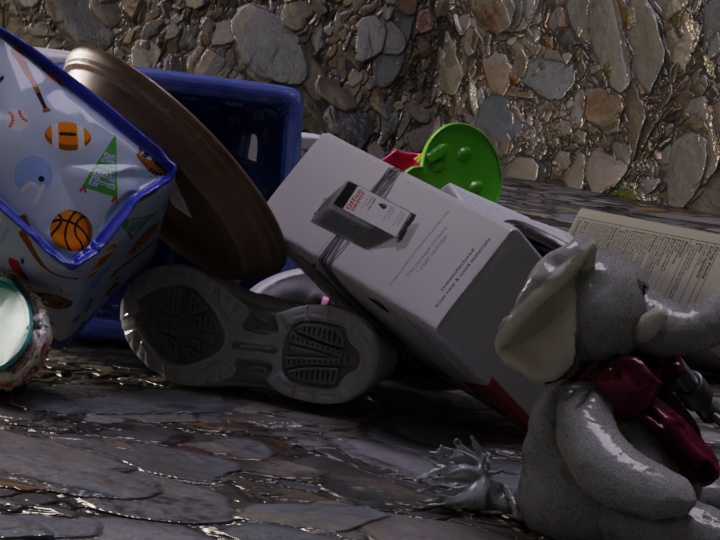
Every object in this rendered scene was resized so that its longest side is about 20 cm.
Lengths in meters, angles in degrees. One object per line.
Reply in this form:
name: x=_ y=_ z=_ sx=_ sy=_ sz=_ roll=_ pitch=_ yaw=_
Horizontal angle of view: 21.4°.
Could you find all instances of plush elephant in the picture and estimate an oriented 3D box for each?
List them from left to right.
plush elephant: x=0.136 y=0.058 z=0.979 sx=0.200 sy=0.155 sz=0.165 roll=9 pitch=7 yaw=11

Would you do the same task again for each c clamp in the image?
c clamp: x=0.174 y=0.037 z=1.221 sx=0.171 sy=0.027 sz=0.200 roll=29 pitch=-13 yaw=50

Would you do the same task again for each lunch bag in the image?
lunch bag: x=-0.232 y=-0.065 z=1.231 sx=0.200 sy=0.124 sz=0.170 roll=43 pitch=-24 yaw=4

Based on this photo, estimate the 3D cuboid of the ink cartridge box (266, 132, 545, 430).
ink cartridge box: x=0.045 y=0.008 z=1.245 sx=0.200 sy=0.083 sz=0.147 roll=30 pitch=-12 yaw=47

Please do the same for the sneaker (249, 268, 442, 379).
sneaker: x=0.016 y=0.040 z=1.385 sx=0.200 sy=0.071 sz=0.099 roll=8 pitch=0 yaw=-27

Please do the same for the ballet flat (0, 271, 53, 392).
ballet flat: x=-0.239 y=0.036 z=1.202 sx=0.200 sy=0.076 sz=0.064 roll=22 pitch=-18 yaw=48

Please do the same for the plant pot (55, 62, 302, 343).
plant pot: x=-0.168 y=-0.049 z=1.457 sx=0.200 sy=0.200 sz=0.180 roll=3 pitch=2 yaw=-23

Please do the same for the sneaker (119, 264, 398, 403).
sneaker: x=-0.066 y=0.049 z=1.281 sx=0.200 sy=0.078 sz=0.099 roll=16 pitch=0 yaw=23

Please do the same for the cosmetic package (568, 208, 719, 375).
cosmetic package: x=0.257 y=0.018 z=1.629 sx=0.071 sy=0.105 sz=0.200 roll=35 pitch=-11 yaw=-38

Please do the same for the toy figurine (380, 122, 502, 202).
toy figurine: x=0.074 y=-0.120 z=2.773 sx=0.200 sy=0.150 sz=0.184 roll=-29 pitch=13 yaw=-35

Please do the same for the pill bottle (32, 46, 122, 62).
pill bottle: x=-0.268 y=-0.090 z=1.648 sx=0.114 sy=0.200 sz=0.114 roll=6 pitch=6 yaw=-1

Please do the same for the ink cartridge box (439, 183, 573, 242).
ink cartridge box: x=0.148 y=0.020 z=1.511 sx=0.200 sy=0.057 sz=0.163 roll=23 pitch=26 yaw=-56

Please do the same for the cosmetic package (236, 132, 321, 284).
cosmetic package: x=-0.121 y=-0.054 z=1.711 sx=0.200 sy=0.151 sz=0.052 roll=2 pitch=8 yaw=-36

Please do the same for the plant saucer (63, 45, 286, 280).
plant saucer: x=-0.130 y=-0.064 z=1.265 sx=0.200 sy=0.029 sz=0.200 roll=39 pitch=-19 yaw=16
